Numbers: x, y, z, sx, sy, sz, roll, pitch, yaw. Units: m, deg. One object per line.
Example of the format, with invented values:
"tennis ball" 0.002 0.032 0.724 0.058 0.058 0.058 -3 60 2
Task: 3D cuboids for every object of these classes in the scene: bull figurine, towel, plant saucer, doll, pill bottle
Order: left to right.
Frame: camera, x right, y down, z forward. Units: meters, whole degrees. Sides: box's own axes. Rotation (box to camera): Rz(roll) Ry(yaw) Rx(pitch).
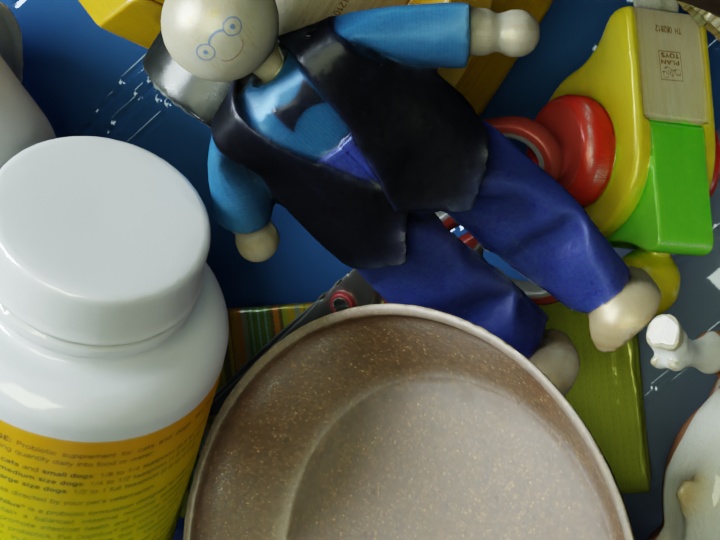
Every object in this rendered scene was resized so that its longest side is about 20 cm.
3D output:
"pill bottle" -0.110 0.049 0.905 0.109 0.109 0.201 30 136 11
"towel" 0.014 0.052 0.993 0.199 0.018 0.087 -5 98 16
"doll" 0.013 -0.038 0.854 0.200 0.049 0.136 39 115 -20
"plant saucer" 0.022 0.111 0.869 0.200 0.037 0.202 2 94 39
"bull figurine" 0.141 0.060 0.893 0.065 0.121 0.201 23 94 41

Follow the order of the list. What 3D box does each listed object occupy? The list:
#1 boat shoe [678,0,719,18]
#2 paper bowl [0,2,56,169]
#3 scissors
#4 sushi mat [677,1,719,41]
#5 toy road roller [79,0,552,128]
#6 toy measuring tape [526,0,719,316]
"boat shoe" 0.134 -0.124 0.832 0.201 0.075 0.075 16 86 2
"paper bowl" -0.190 -0.018 0.947 0.104 0.201 0.201 29 103 9
"scissors" 0.000 0.000 0.948 0.199 0.014 0.073 -20 104 34
"sushi mat" 0.195 -0.154 0.885 0.200 0.096 0.012 -45 43 16
"toy road roller" -0.019 -0.122 0.944 0.123 0.146 0.200 -56 43 15
"toy measuring tape" 0.095 -0.080 0.936 0.073 0.074 0.201 -7 78 17
